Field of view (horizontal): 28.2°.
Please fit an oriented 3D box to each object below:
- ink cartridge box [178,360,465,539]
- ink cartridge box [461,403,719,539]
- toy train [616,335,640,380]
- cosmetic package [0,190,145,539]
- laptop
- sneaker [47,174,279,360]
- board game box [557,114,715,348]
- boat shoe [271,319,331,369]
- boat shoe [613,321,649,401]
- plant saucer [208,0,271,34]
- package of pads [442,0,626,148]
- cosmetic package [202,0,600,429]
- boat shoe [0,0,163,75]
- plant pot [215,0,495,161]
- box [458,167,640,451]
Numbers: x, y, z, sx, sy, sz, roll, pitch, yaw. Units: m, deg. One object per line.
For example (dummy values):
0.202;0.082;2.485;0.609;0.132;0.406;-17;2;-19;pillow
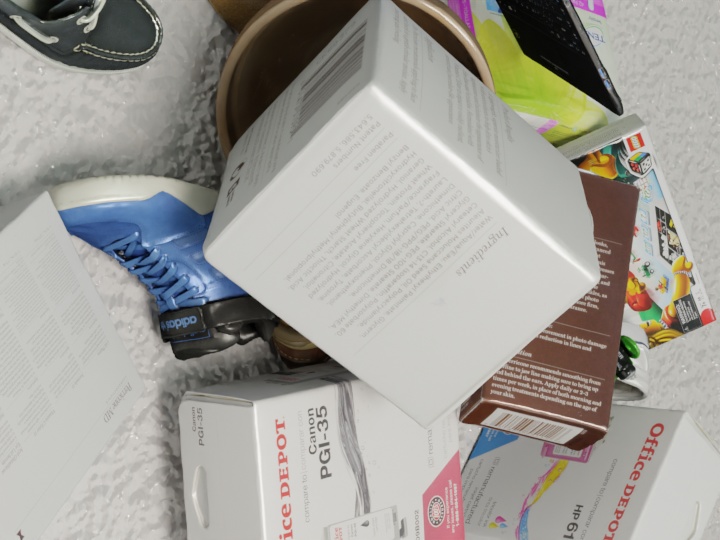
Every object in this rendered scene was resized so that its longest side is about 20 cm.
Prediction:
-0.023;0.146;1.029;0.199;0.083;0.147;-8;97;-44;ink cartridge box
0.185;0.188;1.203;0.085;0.199;0.145;47;60;-35;ink cartridge box
0.150;0.011;1.154;0.042;0.056;0.200;-35;80;-20;toy train
-0.212;0.063;0.849;0.151;0.051;0.200;65;24;-19;cosmetic package
0.074;-0.189;1.028;0.103;0.177;0.200;-34;119;-1;laptop
-0.126;0.003;0.974;0.200;0.077;0.112;12;74;-51;sneaker
0.213;-0.018;1.227;0.126;0.035;0.201;-24;115;5;board game box
0.000;0.000;1.114;0.200;0.072;0.068;-46;151;-28;boat shoe
0.146;0.075;1.188;0.074;0.199;0.066;99;-8;-57;boat shoe
-0.047;-0.265;1.074;0.200;0.035;0.201;-1;92;-45;plant saucer
0.142;-0.183;1.218;0.199;0.068;0.155;5;71;-44;package of pads
0.029;-0.040;0.954;0.200;0.165;0.165;39;25;-17;cosmetic package
-0.198;-0.176;0.909;0.200;0.060;0.076;15;81;-44;boat shoe
-0.003;-0.130;1.052;0.201;0.200;0.093;60;15;-27;plant pot
0.142;0.024;1.079;0.100;0.075;0.201;15;69;-6;box
